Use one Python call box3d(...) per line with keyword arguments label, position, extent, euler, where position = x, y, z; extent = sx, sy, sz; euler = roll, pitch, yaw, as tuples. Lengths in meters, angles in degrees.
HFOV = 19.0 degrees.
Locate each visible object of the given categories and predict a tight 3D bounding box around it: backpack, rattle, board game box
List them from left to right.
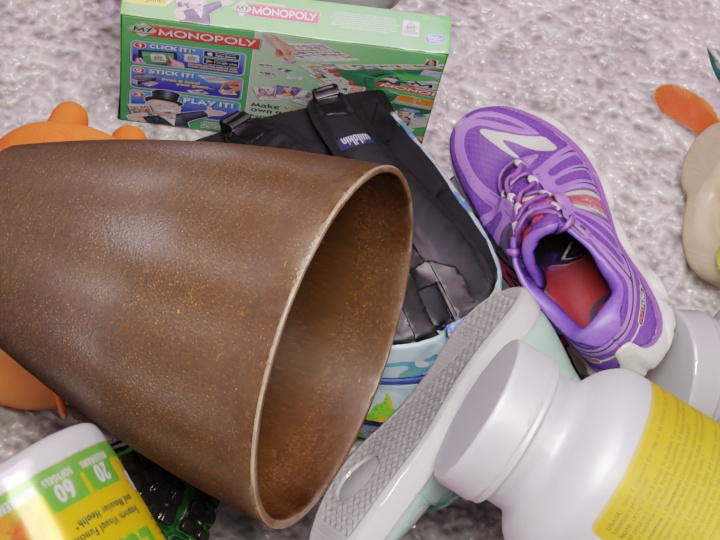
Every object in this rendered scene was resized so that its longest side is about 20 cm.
box3d(label="board game box", position=(-0.051, -0.125, 1.346), extent=(0.199, 0.135, 0.029), euler=(7, 64, -4))
box3d(label="backpack", position=(0.000, 0.000, 1.258), extent=(0.163, 0.154, 0.200), euler=(-20, 36, -28))
box3d(label="rattle", position=(0.277, -0.052, 1.387), extent=(0.142, 0.131, 0.200), euler=(10, 21, -15))

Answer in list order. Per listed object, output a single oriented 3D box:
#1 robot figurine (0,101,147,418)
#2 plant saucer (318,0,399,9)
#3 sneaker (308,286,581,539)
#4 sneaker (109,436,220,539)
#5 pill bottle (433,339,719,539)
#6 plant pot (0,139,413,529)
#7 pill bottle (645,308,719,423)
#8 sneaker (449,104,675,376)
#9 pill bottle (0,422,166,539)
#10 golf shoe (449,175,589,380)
box3d(label="robot figurine", position=(-0.181, -0.005, 1.235), extent=(0.116, 0.144, 0.201), euler=(-15, 41, 29))
box3d(label="plant saucer", position=(-0.072, -0.173, 1.368), extent=(0.199, 0.200, 0.050), euler=(7, 79, -4))
box3d(label="sneaker", position=(0.064, 0.115, 1.137), extent=(0.118, 0.074, 0.201), euler=(51, 59, -16))
box3d(label="sneaker", position=(-0.109, 0.114, 1.185), extent=(0.200, 0.085, 0.078), euler=(-42, 108, -23))
box3d(label="pill bottle", position=(0.141, 0.118, 1.061), extent=(0.199, 0.112, 0.112), euler=(31, 50, -7))
box3d(label="plant pot", position=(-0.101, 0.009, 1.087), extent=(0.199, 0.187, 0.187), euler=(18, 49, 17))
box3d(label="pill bottle", position=(0.263, 0.068, 1.235), extent=(0.199, 0.104, 0.105), euler=(6, 48, -18))
box3d(label="sneaker", position=(0.108, -0.028, 1.214), extent=(0.081, 0.083, 0.200), euler=(-41, 54, 10))
box3d(label="pill bottle", position=(-0.128, 0.186, 1.054), extent=(0.111, 0.111, 0.201), euler=(-29, 85, -29))
box3d(label="golf shoe", position=(0.128, 0.007, 1.294), extent=(0.200, 0.092, 0.073), euler=(32, 49, 15))
